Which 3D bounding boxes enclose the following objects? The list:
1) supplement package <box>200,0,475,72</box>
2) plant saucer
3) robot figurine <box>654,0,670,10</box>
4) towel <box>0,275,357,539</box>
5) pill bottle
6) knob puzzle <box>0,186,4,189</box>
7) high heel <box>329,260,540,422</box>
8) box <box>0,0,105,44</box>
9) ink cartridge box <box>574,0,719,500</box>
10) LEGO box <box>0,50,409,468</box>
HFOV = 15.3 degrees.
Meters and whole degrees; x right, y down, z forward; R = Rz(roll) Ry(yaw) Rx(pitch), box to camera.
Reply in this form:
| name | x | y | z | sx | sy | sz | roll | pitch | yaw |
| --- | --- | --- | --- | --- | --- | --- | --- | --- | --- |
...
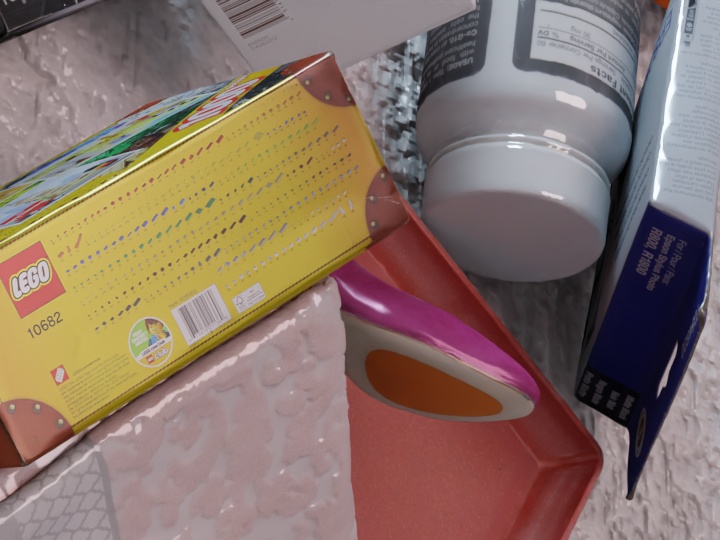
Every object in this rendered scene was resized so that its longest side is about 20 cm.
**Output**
| name | x | y | z | sx | sy | sz | roll | pitch | yaw |
| --- | --- | --- | --- | --- | --- | --- | --- | --- | --- |
| supplement package | -0.021 | -0.199 | 1.267 | 0.114 | 0.109 | 0.200 | 53 | 23 | -36 |
| plant saucer | 0.019 | 0.092 | 1.307 | 0.200 | 0.037 | 0.200 | 51 | 44 | -20 |
| robot figurine | 0.193 | -0.212 | 1.548 | 0.200 | 0.144 | 0.117 | 43 | 77 | -27 |
| towel | -0.074 | 0.120 | 1.089 | 0.191 | 0.032 | 0.200 | -32 | 137 | -32 |
| pill bottle | 0.088 | -0.104 | 1.397 | 0.113 | 0.113 | 0.200 | 31 | 55 | -35 |
| knob puzzle | -0.133 | 0.064 | 1.134 | 0.219 | 0.030 | 0.220 | 3 | 84 | -34 |
| high heel | 0.000 | 0.000 | 1.240 | 0.067 | 0.200 | 0.096 | 88 | 25 | -55 |
| box | -0.163 | -0.211 | 1.223 | 0.158 | 0.048 | 0.200 | -29 | 97 | -47 |
| ink cartridge box | 0.150 | -0.014 | 1.383 | 0.040 | 0.200 | 0.200 | 11 | 57 | 0 |
| LEGO box | -0.105 | -0.001 | 1.051 | 0.200 | 0.149 | 0.077 | -33 | 103 | -33 |
